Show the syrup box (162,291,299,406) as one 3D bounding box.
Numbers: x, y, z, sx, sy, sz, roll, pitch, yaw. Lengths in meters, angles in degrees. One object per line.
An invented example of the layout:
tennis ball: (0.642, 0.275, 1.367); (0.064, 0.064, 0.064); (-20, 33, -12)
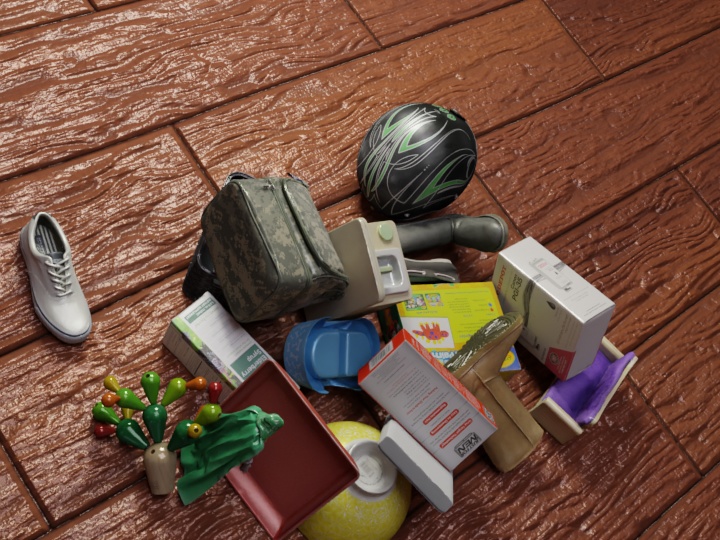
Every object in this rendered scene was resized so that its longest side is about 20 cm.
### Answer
syrup box: (-0.191, 0.138, 1.481); (0.200, 0.081, 0.079); (45, 55, 6)

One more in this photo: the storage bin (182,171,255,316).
storage bin: (-0.182, -0.037, 1.583); (0.135, 0.094, 0.201); (23, 53, -12)

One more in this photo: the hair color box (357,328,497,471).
hair color box: (0.100, 0.194, 1.512); (0.200, 0.101, 0.061); (45, 9, -10)

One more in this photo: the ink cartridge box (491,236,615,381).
ink cartridge box: (0.312, 0.063, 1.693); (0.083, 0.147, 0.200); (-25, 51, -30)

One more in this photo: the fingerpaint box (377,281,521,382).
fingerpaint box: (0.144, 0.110, 1.666); (0.199, 0.073, 0.167); (-3, 62, -27)

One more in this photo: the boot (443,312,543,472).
boot: (0.231, 0.190, 1.602); (0.175, 0.066, 0.200); (-39, 108, -7)

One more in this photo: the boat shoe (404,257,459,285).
boat shoe: (0.085, 0.018, 1.694); (0.199, 0.067, 0.057); (-5, 49, -31)

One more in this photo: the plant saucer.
plant saucer: (-0.112, 0.245, 1.393); (0.200, 0.200, 0.037); (51, 33, 7)

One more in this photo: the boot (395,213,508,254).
boot: (0.125, -0.058, 1.714); (0.199, 0.182, 0.073); (-4, 95, -35)

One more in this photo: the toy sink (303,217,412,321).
toy sink: (0.000, 0.000, 1.561); (0.112, 0.200, 0.131); (-9, 81, -37)

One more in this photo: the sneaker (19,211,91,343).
sneaker: (-0.439, 0.008, 1.443); (0.073, 0.071, 0.200); (-19, 71, -33)

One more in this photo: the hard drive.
hard drive: (0.084, 0.274, 1.480); (0.027, 0.200, 0.132); (-44, 89, 5)

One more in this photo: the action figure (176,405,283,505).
action figure: (-0.173, 0.233, 1.358); (0.055, 0.200, 0.119); (15, 56, -40)

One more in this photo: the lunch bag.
lunch bag: (-0.118, -0.038, 1.478); (0.167, 0.139, 0.201); (-6, 63, -45)

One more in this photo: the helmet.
helmet: (0.089, -0.190, 1.747); (0.190, 0.200, 0.200); (-18, 70, -41)

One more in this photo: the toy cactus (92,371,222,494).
toy cactus: (-0.275, 0.220, 1.363); (0.199, 0.102, 0.166); (-4, 94, 10)

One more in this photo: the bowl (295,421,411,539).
bowl: (-0.003, 0.300, 1.460); (0.199, 0.108, 0.201); (12, 56, -19)

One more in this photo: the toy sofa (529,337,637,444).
toy sofa: (0.382, 0.192, 1.720); (0.083, 0.098, 0.200); (43, 53, 3)

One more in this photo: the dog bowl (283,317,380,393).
dog bowl: (-0.043, 0.126, 1.527); (0.200, 0.049, 0.112); (5, 86, -55)
